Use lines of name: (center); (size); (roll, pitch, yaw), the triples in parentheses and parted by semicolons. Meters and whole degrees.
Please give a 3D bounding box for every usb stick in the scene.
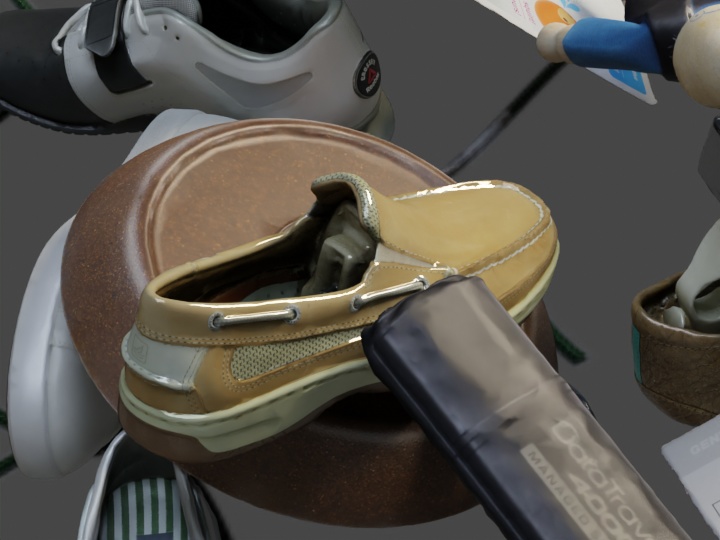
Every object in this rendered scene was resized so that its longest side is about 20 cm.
usb stick: (0.075, 0.085, 1.005); (0.055, 0.033, 0.200); (-28, 70, -32)

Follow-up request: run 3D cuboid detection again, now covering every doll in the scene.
doll: (0.137, -0.105, 1.189); (0.136, 0.049, 0.200); (-8, 21, 4)

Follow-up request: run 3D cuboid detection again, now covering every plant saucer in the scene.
plant saucer: (-0.014, 0.009, 1.137); (0.200, 0.035, 0.201); (12, 44, -12)

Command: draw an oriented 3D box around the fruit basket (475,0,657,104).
fruit basket: (0.041, -0.173, 1.283); (0.200, 0.094, 0.185); (22, 34, -28)

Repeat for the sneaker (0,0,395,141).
sneaker: (-0.083, -0.105, 1.289); (0.200, 0.089, 0.074); (8, 48, 20)

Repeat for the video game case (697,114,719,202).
video game case: (0.209, -0.089, 1.122); (0.181, 0.200, 0.026); (-35, 85, 2)

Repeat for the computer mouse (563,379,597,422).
computer mouse: (0.082, 0.103, 1.056); (0.059, 0.034, 0.200); (-18, 55, -18)

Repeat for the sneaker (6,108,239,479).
sneaker: (-0.073, 0.005, 1.180); (0.084, 0.073, 0.200); (7, 45, 21)

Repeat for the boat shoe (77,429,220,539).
boat shoe: (-0.079, 0.140, 1.045); (0.073, 0.067, 0.200); (-11, 43, -1)

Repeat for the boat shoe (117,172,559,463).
boat shoe: (0.000, 0.000, 1.061); (0.072, 0.076, 0.200); (27, 39, 34)

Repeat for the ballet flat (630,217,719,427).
ballet flat: (0.184, -0.018, 1.118); (0.200, 0.072, 0.068); (-32, 40, 3)

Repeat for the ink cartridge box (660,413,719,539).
ink cartridge box: (0.216, 0.099, 1.027); (0.161, 0.050, 0.200); (-29, 41, 0)
